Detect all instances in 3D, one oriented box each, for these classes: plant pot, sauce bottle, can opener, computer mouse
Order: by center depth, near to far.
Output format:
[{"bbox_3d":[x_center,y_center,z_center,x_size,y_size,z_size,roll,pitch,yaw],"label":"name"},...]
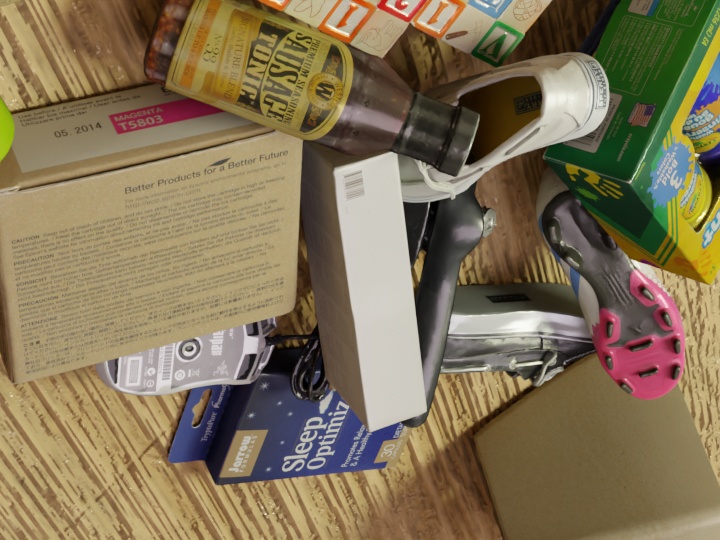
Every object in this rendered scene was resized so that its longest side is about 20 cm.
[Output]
[{"bbox_3d":[-0.027,-0.110,1.017,0.198,0.066,0.066,18,127,-3],"label":"sauce bottle"},{"bbox_3d":[-0.096,0.042,1.211,0.198,0.044,0.111,-1,112,-27],"label":"computer mouse"},{"bbox_3d":[0.052,0.015,1.239,0.078,0.063,0.202,11,111,13],"label":"can opener"},{"bbox_3d":[0.202,0.200,1.460,0.175,0.201,0.201,-16,140,2],"label":"plant pot"}]

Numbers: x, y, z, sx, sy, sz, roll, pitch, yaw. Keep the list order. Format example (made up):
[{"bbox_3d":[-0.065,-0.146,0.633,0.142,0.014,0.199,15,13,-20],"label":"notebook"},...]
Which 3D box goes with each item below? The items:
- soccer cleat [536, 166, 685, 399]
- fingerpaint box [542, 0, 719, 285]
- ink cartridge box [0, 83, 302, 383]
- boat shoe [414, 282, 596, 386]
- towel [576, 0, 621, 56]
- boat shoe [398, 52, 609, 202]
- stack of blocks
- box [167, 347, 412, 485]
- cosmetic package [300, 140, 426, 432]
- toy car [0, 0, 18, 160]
[{"bbox_3d":[0.189,0.002,1.282,0.069,0.087,0.201,-22,119,14],"label":"soccer cleat"},{"bbox_3d":[0.224,-0.117,1.155,0.167,0.073,0.201,40,74,-52],"label":"fingerpaint box"},{"bbox_3d":[-0.141,-0.030,1.090,0.198,0.075,0.166,-14,135,-19],"label":"ink cartridge box"},{"bbox_3d":[0.128,0.054,1.332,0.197,0.074,0.069,-2,114,-30],"label":"boat shoe"},{"bbox_3d":[0.207,-0.125,1.220,0.145,0.024,0.200,-56,141,-10],"label":"towel"},{"bbox_3d":[0.058,-0.086,1.094,0.086,0.076,0.201,-9,177,-43],"label":"boat shoe"},{"bbox_3d":[0.026,-0.192,1.041,0.199,0.059,0.115,18,120,-43],"label":"stack of blocks"},{"bbox_3d":[-0.042,0.110,1.327,0.198,0.033,0.122,-1,132,-30],"label":"box"},{"bbox_3d":[0.000,0.000,1.161,0.050,0.083,0.202,-18,122,-18],"label":"cosmetic package"},{"bbox_3d":[-0.213,-0.181,0.882,0.201,0.157,0.165,-52,149,-20],"label":"toy car"}]
